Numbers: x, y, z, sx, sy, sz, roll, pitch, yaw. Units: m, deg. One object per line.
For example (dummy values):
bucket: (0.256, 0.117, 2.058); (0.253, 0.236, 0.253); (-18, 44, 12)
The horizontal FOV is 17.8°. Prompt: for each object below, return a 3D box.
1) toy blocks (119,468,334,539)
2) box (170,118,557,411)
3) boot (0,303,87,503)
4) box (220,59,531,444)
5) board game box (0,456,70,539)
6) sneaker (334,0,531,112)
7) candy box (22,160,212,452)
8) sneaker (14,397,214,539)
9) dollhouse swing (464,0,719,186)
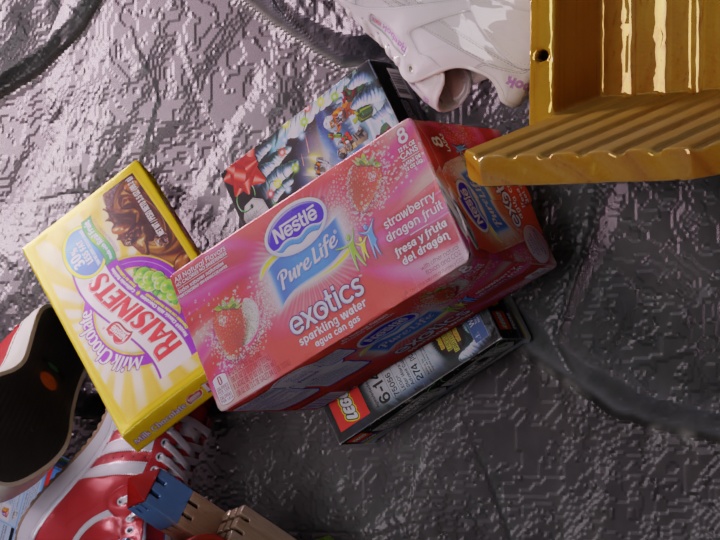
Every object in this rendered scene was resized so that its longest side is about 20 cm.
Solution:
toy blocks: (-0.106, 0.211, 1.380); (0.100, 0.137, 0.200); (-27, 33, 55)
box: (0.000, 0.000, 1.347); (0.200, 0.100, 0.096); (-32, 71, 30)
boot: (-0.261, 0.119, 1.529); (0.144, 0.200, 0.072); (-38, 105, 23)
box: (0.006, -0.011, 1.428); (0.137, 0.040, 0.200); (-36, 69, 30)
board game box: (-0.175, 0.219, 1.547); (0.200, 0.037, 0.151); (19, 97, 35)
sneaker: (0.027, -0.154, 1.397); (0.200, 0.075, 0.100); (18, 97, 34)
candy box: (-0.144, 0.020, 1.485); (0.102, 0.026, 0.200); (-39, 46, 4)
sneaker: (-0.127, 0.132, 1.470); (0.112, 0.071, 0.200); (36, 90, 41)
dollhouse swing: (0.162, -0.133, 1.210); (0.200, 0.176, 0.182); (0, 90, 38)
